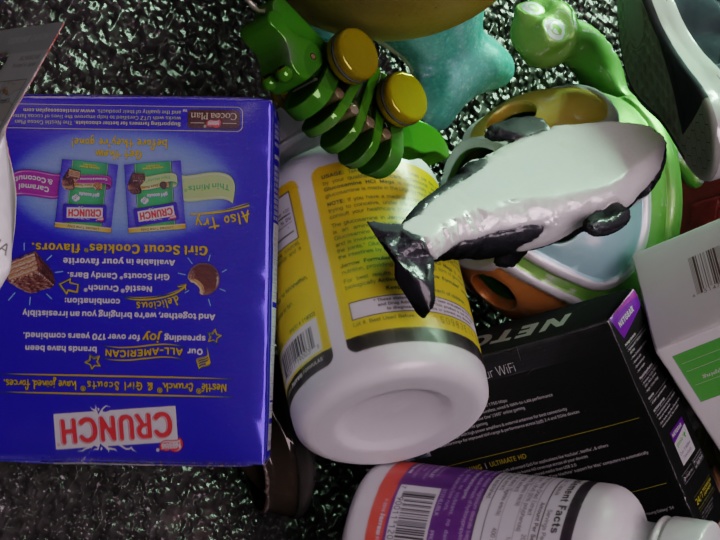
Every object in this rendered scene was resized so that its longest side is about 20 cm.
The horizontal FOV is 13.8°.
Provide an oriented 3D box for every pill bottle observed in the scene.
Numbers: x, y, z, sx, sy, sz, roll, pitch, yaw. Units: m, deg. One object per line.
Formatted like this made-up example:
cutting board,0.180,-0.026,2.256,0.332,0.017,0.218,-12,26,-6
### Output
pill bottle,0.000,0.000,1.694,0.112,0.112,0.200,8,54,-31
pill bottle,0.098,0.171,1.671,0.111,0.200,0.112,5,90,-70

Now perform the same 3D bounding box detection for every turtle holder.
turtle holder,0.122,-0.054,1.773,0.132,0.141,0.186,3,119,-43

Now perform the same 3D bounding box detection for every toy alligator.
toy alligator,-0.029,-0.104,1.617,0.200,0.059,0.054,39,48,-27

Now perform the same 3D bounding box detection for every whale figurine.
whale figurine,0.036,-0.182,1.759,0.159,0.104,0.200,-35,110,-27

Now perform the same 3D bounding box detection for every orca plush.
orca plush,0.091,-0.019,1.666,0.200,0.105,0.071,-38,147,-41

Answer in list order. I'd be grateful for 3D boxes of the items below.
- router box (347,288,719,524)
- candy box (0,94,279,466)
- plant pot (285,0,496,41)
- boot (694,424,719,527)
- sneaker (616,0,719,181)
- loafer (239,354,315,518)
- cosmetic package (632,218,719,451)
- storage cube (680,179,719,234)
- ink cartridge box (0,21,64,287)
router box,0.094,0.107,1.741,0.149,0.200,0.051,67,30,-14
candy box,-0.130,0.007,1.632,0.169,0.077,0.200,2,87,3
plant pot,0.021,-0.211,1.618,0.200,0.142,0.200,-2,105,-6
boot,0.173,0.172,1.849,0.155,0.200,0.074,-39,84,11
sneaker,0.236,-0.126,1.720,0.146,0.202,0.077,-10,130,-12
loafer,-0.088,0.056,1.712,0.071,0.073,0.200,-24,96,-15
cosmetic package,0.249,0.057,1.750,0.200,0.108,0.085,53,20,-41
storage cube,0.285,-0.071,1.852,0.171,0.200,0.180,22,67,-28
ink cartridge box,-0.223,-0.031,1.569,0.057,0.162,0.200,41,70,-26
